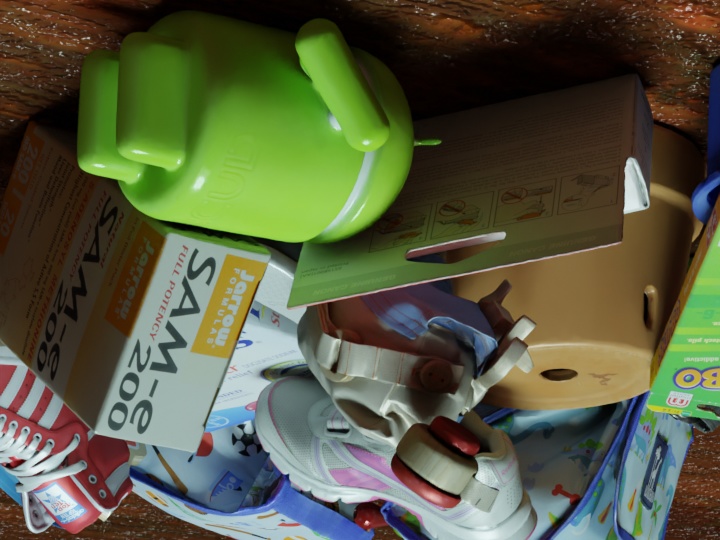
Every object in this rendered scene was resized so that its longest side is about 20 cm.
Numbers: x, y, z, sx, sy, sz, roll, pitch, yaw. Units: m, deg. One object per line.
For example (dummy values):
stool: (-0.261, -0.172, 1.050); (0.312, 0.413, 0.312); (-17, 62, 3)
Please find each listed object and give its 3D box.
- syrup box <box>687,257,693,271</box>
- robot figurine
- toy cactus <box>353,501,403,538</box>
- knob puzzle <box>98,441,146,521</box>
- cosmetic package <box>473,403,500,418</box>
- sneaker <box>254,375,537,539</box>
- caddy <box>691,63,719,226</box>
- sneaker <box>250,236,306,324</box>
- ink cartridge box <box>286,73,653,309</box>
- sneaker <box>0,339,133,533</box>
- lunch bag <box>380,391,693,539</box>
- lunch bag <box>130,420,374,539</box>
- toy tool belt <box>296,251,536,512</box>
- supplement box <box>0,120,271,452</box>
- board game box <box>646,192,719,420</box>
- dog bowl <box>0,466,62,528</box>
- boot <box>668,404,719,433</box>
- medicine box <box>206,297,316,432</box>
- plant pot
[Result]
syrup box: (0.139, 0.039, 1.878); (0.200, 0.079, 0.081); (2, 157, -27)
robot figurine: (-0.057, -0.077, 1.516); (0.200, 0.116, 0.175); (10, 164, -33)
toy cactus: (0.064, 0.132, 1.984); (0.165, 0.200, 0.102); (12, 119, -5)
knob puzzle: (-0.220, 0.063, 1.849); (0.220, 0.220, 0.030); (19, 120, -45)
cosmetic package: (0.105, 0.062, 1.943); (0.200, 0.102, 0.074); (6, 159, -24)
sneaker: (0.024, 0.104, 1.745); (0.200, 0.081, 0.088); (20, 134, 20)
caddy: (0.291, -0.066, 1.593); (0.200, 0.105, 0.141); (-8, 160, 15)
sneaker: (0.000, 0.000, 1.734); (0.071, 0.099, 0.200); (-11, 142, 45)
ink cartridge box: (0.066, -0.033, 1.571); (0.200, 0.174, 0.044); (-11, 125, 16)
sneaker: (-0.212, 0.104, 1.660); (0.071, 0.113, 0.200); (-18, 166, 39)
lunch bag: (0.138, 0.148, 1.845); (0.200, 0.127, 0.170); (-45, 157, 0)
lunch bag: (-0.095, 0.134, 2.003); (0.200, 0.124, 0.170); (30, 177, 30)
toy tool belt: (0.041, 0.041, 1.591); (0.125, 0.123, 0.200); (28, -169, -28)
supplement box: (-0.146, 0.006, 1.591); (0.073, 0.126, 0.200); (13, -167, -35)
board game box: (0.236, 0.022, 1.606); (0.095, 0.030, 0.200); (9, 136, -5)
dog bowl: (-0.253, 0.096, 1.927); (0.200, 0.050, 0.111); (48, 153, -10)
boot: (0.256, 0.027, 1.758); (0.069, 0.174, 0.200); (39, 175, 22)
medicine box: (-0.102, 0.023, 1.811); (0.182, 0.103, 0.200); (-18, 155, 37)
plant pot: (0.120, 0.002, 1.721); (0.200, 0.140, 0.200); (-1, 159, 0)
